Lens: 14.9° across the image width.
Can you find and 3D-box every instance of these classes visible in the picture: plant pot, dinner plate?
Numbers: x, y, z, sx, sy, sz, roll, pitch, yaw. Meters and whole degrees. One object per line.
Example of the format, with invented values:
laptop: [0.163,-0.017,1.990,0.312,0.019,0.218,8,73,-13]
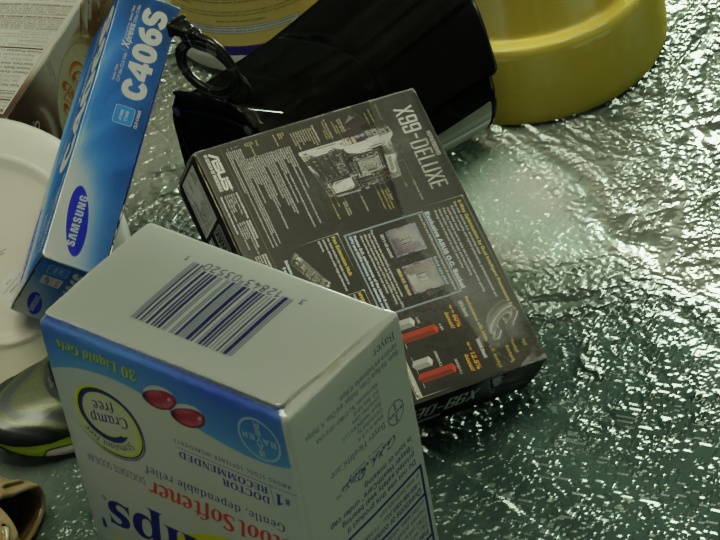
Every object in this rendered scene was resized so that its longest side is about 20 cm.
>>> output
plant pot: [0.107,-0.234,1.927,0.200,0.189,0.201,-7,39,6]
dinner plate: [-0.244,-0.010,1.780,0.200,0.024,0.201,4,71,-13]

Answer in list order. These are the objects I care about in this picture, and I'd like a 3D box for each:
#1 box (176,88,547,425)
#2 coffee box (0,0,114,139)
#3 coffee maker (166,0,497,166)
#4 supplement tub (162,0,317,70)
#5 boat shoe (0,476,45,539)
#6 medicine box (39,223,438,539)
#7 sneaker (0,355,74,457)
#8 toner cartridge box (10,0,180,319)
box: [0.000,0.000,1.679,0.158,0.050,0.200,-19,71,-24]
coffee box: [-0.233,-0.124,1.941,0.080,0.114,0.200,4,42,20]
coffee maker: [-0.013,-0.122,1.816,0.135,0.192,0.200,33,57,26]
supplement tub: [-0.087,-0.262,2.003,0.145,0.200,0.146,-7,39,6]
boat shoe: [-0.227,0.158,1.586,0.064,0.071,0.200,3,17,4]
medicine box: [-0.065,0.099,1.549,0.182,0.200,0.103,19,46,34]
sneaker: [-0.153,0.043,1.720,0.200,0.081,0.074,-32,52,-8]
toner cartridge box: [-0.170,-0.072,1.758,0.043,0.095,0.200,19,63,-11]
